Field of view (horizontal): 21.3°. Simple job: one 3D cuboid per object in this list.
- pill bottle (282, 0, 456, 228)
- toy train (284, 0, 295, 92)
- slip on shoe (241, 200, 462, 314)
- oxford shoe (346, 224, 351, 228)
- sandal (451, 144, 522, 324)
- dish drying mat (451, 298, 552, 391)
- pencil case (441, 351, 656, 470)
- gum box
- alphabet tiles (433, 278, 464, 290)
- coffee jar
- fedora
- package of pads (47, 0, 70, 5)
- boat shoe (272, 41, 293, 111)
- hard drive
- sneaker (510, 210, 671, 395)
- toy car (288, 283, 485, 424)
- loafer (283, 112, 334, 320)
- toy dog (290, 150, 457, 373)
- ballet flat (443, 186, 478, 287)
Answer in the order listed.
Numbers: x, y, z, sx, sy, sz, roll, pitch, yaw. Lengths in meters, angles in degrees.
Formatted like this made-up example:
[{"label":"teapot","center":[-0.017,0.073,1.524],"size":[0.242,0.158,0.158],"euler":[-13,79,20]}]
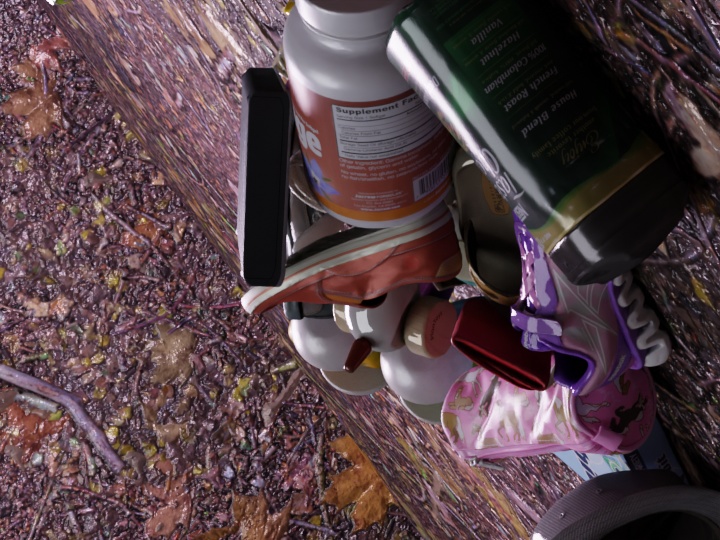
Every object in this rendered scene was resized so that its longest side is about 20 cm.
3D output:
[{"label":"pill bottle","center":[0.006,-0.132,1.312],"size":[0.112,0.112,0.201],"euler":[46,158,34]},{"label":"toy train","center":[0.015,-0.153,1.448],"size":[0.150,0.056,0.200],"euler":[22,151,15]},{"label":"slip on shoe","center":[-0.009,0.004,1.430],"size":[0.199,0.074,0.061],"euler":[-19,104,34]},{"label":"oxford shoe","center":[-0.037,-0.118,1.785],"size":[0.075,0.070,0.200],"euler":[50,171,51]},{"label":"sandal","center":[0.110,-0.012,1.381],"size":[0.200,0.080,0.054],"euler":[66,-152,-44]},{"label":"dish drying mat","center":[0.107,0.053,1.426],"size":[0.077,0.018,0.200],"euler":[28,-170,2]},{"label":"pencil case","center":[0.146,0.108,1.495],"size":[0.200,0.082,0.087],"euler":[-17,85,59]},{"label":"gum box","center":[0.197,0.130,1.625],"size":[0.200,0.044,0.170],"euler":[41,165,52]},{"label":"alphabet tiles","center":[0.032,-0.053,1.645],"size":[0.167,0.006,0.200],"euler":[55,-169,6]},{"label":"coffee jar","center":[0.105,-0.085,1.120],"size":[0.200,0.085,0.104],"euler":[51,171,6]},{"label":"fedora","center":[0.211,0.220,1.512],"size":[0.177,0.200,0.090],"euler":[45,-166,-34]},{"label":"package of pads","center":[-0.183,-0.302,1.369],"size":[0.155,0.200,0.068],"euler":[52,170,-1]},{"label":"boat shoe","center":[-0.032,-0.165,1.563],"size":[0.075,0.068,0.200],"euler":[49,170,21]},{"label":"hard drive","center":[-0.074,-0.075,1.439],"size":[0.200,0.033,0.140],"euler":[-115,27,-78]},{"label":"sneaker","center":[0.138,0.010,1.317],"size":[0.201,0.088,0.080],"euler":[58,171,-29]},{"label":"toy car","center":[0.040,0.046,1.754],"size":[0.199,0.151,0.175],"euler":[19,169,15]},{"label":"loafer","center":[-0.034,-0.045,1.618],"size":[0.072,0.063,0.201],"euler":[-78,-9,-53]},{"label":"toy dog","center":[0.000,0.000,1.505],"size":[0.131,0.096,0.201],"euler":[-9,119,44]},{"label":"ballet flat","center":[0.081,-0.037,1.525],"size":[0.070,0.069,0.200],"euler":[56,171,-22]}]
